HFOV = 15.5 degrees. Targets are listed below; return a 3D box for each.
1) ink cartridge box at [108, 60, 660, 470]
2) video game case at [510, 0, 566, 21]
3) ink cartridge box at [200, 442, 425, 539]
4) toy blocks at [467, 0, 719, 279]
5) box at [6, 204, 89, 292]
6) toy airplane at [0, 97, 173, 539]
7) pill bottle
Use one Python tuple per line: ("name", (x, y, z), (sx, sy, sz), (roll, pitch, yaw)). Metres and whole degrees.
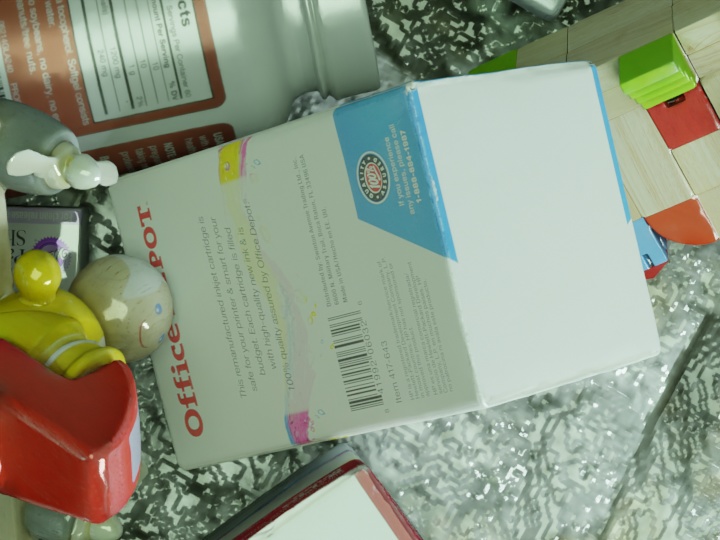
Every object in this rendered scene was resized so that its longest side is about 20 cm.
("ink cartridge box", (0.000, 0.000, 1.104), (0.199, 0.125, 0.129), (-14, 90, 42))
("video game case", (0.043, -0.237, 1.172), (0.199, 0.022, 0.183), (29, 86, 2))
("ink cartridge box", (-0.019, 0.172, 1.099), (0.144, 0.200, 0.146), (-36, 91, -3))
("toy blocks", (0.164, -0.060, 1.143), (0.199, 0.100, 0.137), (-23, 117, 18))
("box", (-0.221, -0.012, 1.176), (0.198, 0.039, 0.042), (2, 91, 0))
("toy airplane", (-0.146, 0.026, 1.070), (0.140, 0.200, 0.200), (-17, 77, -25))
("pill bottle", (-0.096, -0.100, 1.142), (0.199, 0.112, 0.113), (-11, 90, -1))
